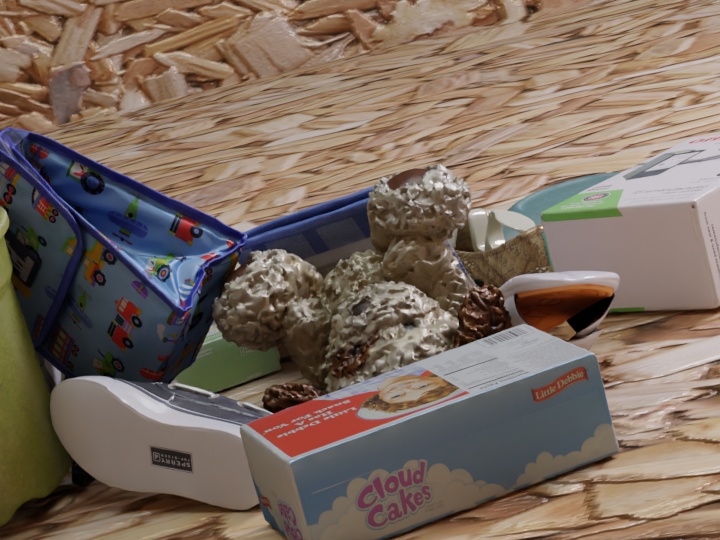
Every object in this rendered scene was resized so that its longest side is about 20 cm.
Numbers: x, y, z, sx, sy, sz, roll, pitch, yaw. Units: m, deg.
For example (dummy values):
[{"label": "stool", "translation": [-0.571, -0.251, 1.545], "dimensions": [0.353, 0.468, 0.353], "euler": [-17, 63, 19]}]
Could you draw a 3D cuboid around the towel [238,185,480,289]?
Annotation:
[{"label": "towel", "translation": [0.000, 0.000, 1.726], "dimensions": [0.147, 0.024, 0.200], "euler": [-19, -31, 11]}]

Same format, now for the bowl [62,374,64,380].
[{"label": "bowl", "translation": [-0.266, 0.047, 2.043], "dimensions": [0.200, 0.075, 0.200], "euler": [-5, 15, 37]}]

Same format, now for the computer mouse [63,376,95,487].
[{"label": "computer mouse", "translation": [-0.194, 0.115, 1.686], "dimensions": [0.034, 0.059, 0.200], "euler": [5, 11, -11]}]

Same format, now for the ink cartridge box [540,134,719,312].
[{"label": "ink cartridge box", "translation": [0.255, -0.040, 1.742], "dimensions": [0.145, 0.084, 0.200], "euler": [-4, 16, 45]}]

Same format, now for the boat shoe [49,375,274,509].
[{"label": "boat shoe", "translation": [-0.118, 0.106, 1.542], "dimensions": [0.200, 0.072, 0.068], "euler": [9, 19, 38]}]

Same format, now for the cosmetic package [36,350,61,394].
[{"label": "cosmetic package", "translation": [-0.328, 0.057, 1.748], "dimensions": [0.199, 0.102, 0.074], "euler": [-9, -28, 2]}]

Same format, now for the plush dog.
[{"label": "plush dog", "translation": [0.017, 0.050, 1.582], "dimensions": [0.200, 0.161, 0.172], "euler": [-28, 29, 7]}]

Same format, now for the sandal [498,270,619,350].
[{"label": "sandal", "translation": [0.123, 0.045, 1.608], "dimensions": [0.079, 0.059, 0.207], "euler": [-2, -13, -15]}]

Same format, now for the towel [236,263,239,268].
[{"label": "towel", "translation": [-0.039, 0.010, 1.871], "dimensions": [0.200, 0.037, 0.148], "euler": [-2, 6, -38]}]

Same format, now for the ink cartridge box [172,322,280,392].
[{"label": "ink cartridge box", "translation": [-0.163, 0.068, 1.879], "dimensions": [0.145, 0.048, 0.200], "euler": [-20, 15, -18]}]

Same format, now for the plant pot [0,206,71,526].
[{"label": "plant pot", "translation": [-0.294, 0.082, 1.598], "dimensions": [0.200, 0.185, 0.200], "euler": [-21, 17, 7]}]

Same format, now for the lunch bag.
[{"label": "lunch bag", "translation": [-0.200, -0.008, 1.650], "dimensions": [0.094, 0.200, 0.151], "euler": [-51, -8, -41]}]

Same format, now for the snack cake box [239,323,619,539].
[{"label": "snack cake box", "translation": [0.040, 0.101, 1.404], "dimensions": [0.200, 0.067, 0.115], "euler": [-19, 14, -14]}]

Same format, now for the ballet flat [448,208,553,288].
[{"label": "ballet flat", "translation": [0.106, -0.018, 1.873], "dimensions": [0.070, 0.065, 0.200], "euler": [-9, 8, -29]}]

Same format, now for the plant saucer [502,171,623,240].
[{"label": "plant saucer", "translation": [0.188, -0.050, 1.992], "dimensions": [0.200, 0.039, 0.201], "euler": [-16, 12, 3]}]
